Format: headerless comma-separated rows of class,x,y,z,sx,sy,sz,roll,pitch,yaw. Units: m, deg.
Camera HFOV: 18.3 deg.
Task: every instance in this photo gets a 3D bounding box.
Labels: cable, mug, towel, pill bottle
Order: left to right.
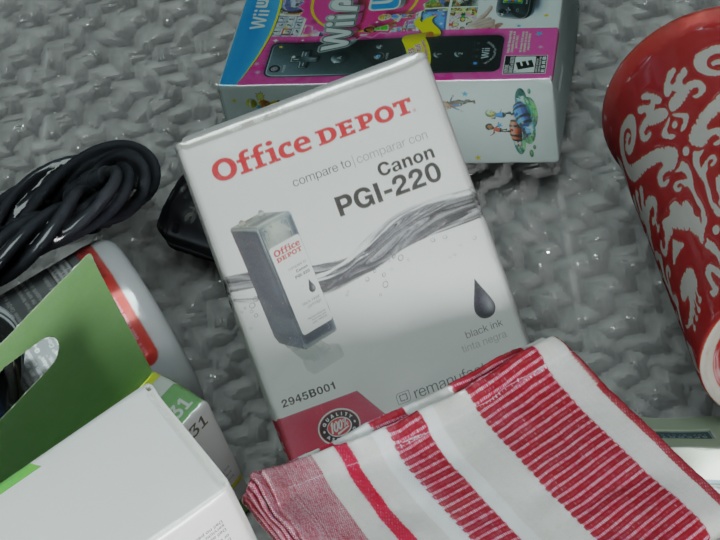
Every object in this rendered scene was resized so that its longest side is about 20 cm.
pill bottle,-0.197,0.079,1.236,0.199,0.116,0.116,-30,53,-10
cable,-0.194,-0.017,1.285,0.162,0.051,0.200,-21,13,10
towel,0.063,0.111,1.053,0.199,0.023,0.144,-23,52,-30
mug,0.226,-0.039,1.177,0.177,0.133,0.201,-33,38,22

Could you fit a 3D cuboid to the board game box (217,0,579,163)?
board game box,0.027,-0.134,1.358,0.198,0.065,0.148,-1,42,13

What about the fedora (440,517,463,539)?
fedora,0.025,0.184,1.076,0.200,0.090,0.177,-47,24,-8

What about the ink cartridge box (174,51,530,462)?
ink cartridge box,0.000,0.000,1.201,0.145,0.085,0.201,-20,90,-2

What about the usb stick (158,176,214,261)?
usb stick,-0.026,-0.012,1.306,0.199,0.033,0.056,18,67,24

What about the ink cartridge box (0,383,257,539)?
ink cartridge box,-0.115,0.175,1.093,0.145,0.201,0.084,-34,51,-13

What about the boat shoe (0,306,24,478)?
boat shoe,-0.211,0.115,1.148,0.068,0.201,0.057,7,16,-12

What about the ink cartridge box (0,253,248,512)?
ink cartridge box,-0.139,0.109,1.146,0.048,0.201,0.146,27,64,31

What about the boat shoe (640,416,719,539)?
boat shoe,0.139,0.115,1.142,0.199,0.072,0.070,1,15,-1
